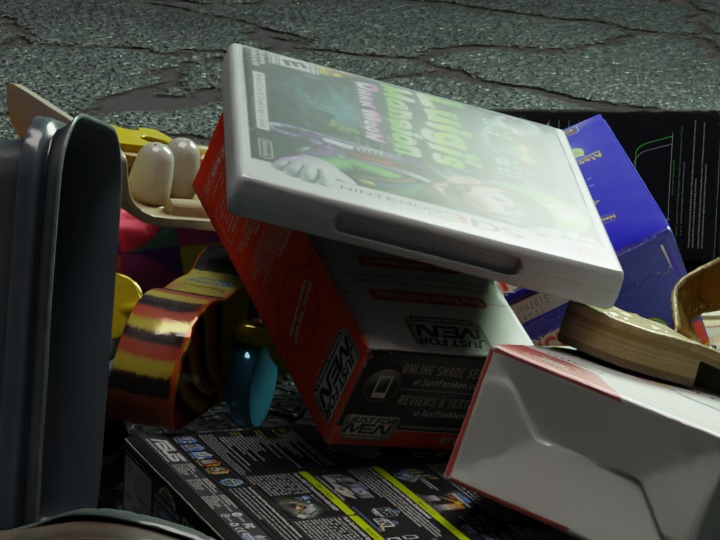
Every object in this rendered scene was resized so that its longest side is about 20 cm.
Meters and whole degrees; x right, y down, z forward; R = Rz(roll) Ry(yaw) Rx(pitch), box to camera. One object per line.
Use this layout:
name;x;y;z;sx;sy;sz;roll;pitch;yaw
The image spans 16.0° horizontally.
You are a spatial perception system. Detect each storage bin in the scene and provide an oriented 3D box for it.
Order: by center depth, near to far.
storage bin;-0.185;0.029;1.126;0.133;0.201;0.146;5;-1;6

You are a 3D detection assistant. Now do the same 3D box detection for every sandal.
sandal;0.179;0.021;1.221;0.077;0.070;0.211;24;7;42

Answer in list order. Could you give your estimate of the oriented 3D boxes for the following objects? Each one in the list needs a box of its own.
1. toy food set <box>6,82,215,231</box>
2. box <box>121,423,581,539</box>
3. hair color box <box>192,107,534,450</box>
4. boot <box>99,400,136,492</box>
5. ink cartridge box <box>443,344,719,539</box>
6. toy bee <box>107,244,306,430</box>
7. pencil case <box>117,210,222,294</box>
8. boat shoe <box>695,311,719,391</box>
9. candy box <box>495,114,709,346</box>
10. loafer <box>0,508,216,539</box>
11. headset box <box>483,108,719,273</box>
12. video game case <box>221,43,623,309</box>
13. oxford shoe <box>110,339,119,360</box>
toy food set;-0.080;-0.069;1.408;0.199;0.061;0.143;5;16;-35
box;-0.004;0.119;1.148;0.159;0.045;0.200;-2;15;-23
hair color box;0.000;0.000;1.243;0.101;0.061;0.200;6;34;-30
boot;-0.208;0.030;1.223;0.210;0.159;0.079;3;14;-3
ink cartridge box;0.129;0.083;1.165;0.116;0.068;0.200;22;6;19
toy bee;-0.079;0.022;1.296;0.130;0.109;0.200;8;2;-6
pencil case;-0.113;-0.007;1.507;0.199;0.089;0.088;-9;15;-9
boat shoe;0.235;0.056;1.350;0.199;0.072;0.076;-5;25;7
candy box;0.083;0.008;1.375;0.168;0.077;0.200;-24;20;4
loafer;-0.142;0.138;1.023;0.199;0.072;0.063;1;32;22
headset box;0.139;-0.037;1.579;0.199;0.093;0.174;1;-9;19
video game case;0.024;-0.049;1.214;0.181;0.023;0.200;14;20;-10
oxford shoe;-0.167;0.048;1.360;0.058;0.075;0.200;33;17;17
